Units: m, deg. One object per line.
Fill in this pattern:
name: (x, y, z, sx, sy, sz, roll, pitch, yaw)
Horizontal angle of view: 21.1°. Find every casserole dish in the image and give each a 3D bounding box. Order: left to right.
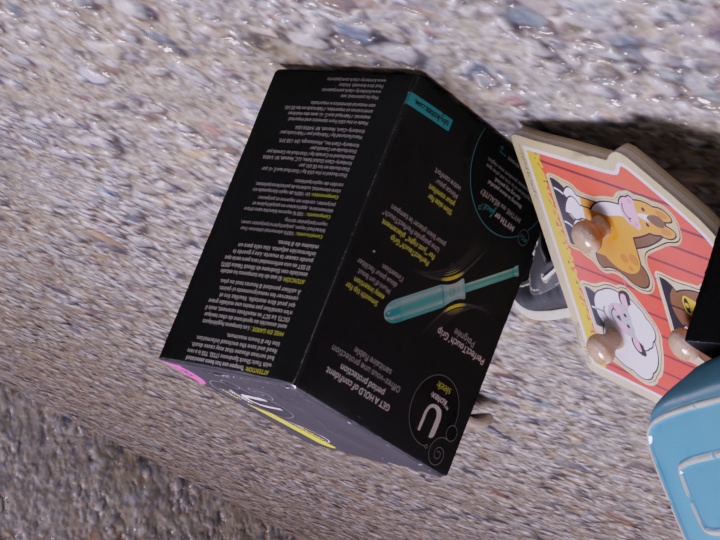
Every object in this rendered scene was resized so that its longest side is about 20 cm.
casserole dish: (0.189, 0.098, 0.910, 0.039, 0.121, 0.200, -20, 175, -17)

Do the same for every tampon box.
tampon box: (0.000, 0.000, 1.174, 0.126, 0.201, 0.150, 8, 160, 45)

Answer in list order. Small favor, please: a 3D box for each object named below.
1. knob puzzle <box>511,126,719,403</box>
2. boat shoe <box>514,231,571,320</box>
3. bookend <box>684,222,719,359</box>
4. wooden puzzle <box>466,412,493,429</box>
knob puzzle: (0.167, 0.019, 1.087, 0.220, 0.030, 0.220, 44, 155, 27)
boat shoe: (0.144, -0.007, 1.255, 0.068, 0.072, 0.200, 62, 166, -7)
bookend: (0.302, 0.036, 0.941, 0.198, 0.092, 0.200, 30, 163, -35)
wooden puzzle: (0.016, 0.114, 1.944, 0.199, 0.046, 0.185, 21, 168, -17)
